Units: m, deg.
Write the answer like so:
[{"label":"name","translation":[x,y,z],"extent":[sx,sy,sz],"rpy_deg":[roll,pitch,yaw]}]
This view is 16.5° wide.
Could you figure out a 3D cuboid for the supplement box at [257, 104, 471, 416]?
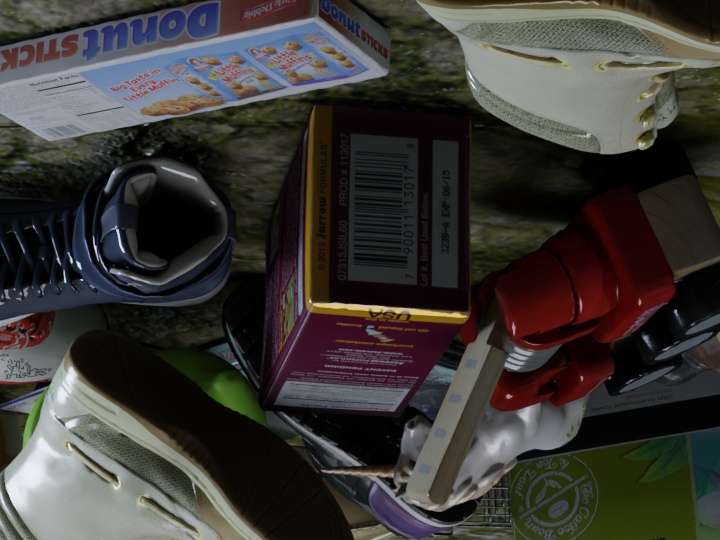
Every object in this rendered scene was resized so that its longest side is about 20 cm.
[{"label":"supplement box","translation":[0.000,0.000,1.335],"extent":[0.085,0.111,0.200],"rpy_deg":[4,161,-8]}]

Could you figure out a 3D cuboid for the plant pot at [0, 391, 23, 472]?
[{"label":"plant pot","translation":[-0.322,0.155,1.722],"extent":[0.199,0.201,0.183],"rpy_deg":[10,144,-24]}]

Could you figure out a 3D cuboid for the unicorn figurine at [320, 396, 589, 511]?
[{"label":"unicorn figurine","translation":[0.091,0.079,1.490],"extent":[0.199,0.138,0.074],"rpy_deg":[5,-157,-48]}]

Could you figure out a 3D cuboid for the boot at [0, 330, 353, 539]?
[{"label":"boot","translation":[-0.113,0.147,1.414],"extent":[0.200,0.072,0.155],"rpy_deg":[37,123,3]}]

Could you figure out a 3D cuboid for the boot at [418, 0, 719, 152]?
[{"label":"boot","translation":[0.128,-0.101,1.043],"extent":[0.199,0.073,0.155],"rpy_deg":[5,162,16]}]

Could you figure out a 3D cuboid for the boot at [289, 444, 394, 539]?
[{"label":"boot","translation":[-0.057,0.140,1.703],"extent":[0.199,0.073,0.155],"rpy_deg":[-1,158,4]}]

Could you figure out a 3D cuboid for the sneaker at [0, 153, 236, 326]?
[{"label":"sneaker","translation":[-0.164,-0.015,1.335],"extent":[0.201,0.077,0.146],"rpy_deg":[-6,173,-9]}]

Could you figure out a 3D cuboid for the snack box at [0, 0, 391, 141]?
[{"label":"snack box","translation":[-0.089,-0.099,1.189],"extent":[0.199,0.024,0.072],"rpy_deg":[-9,158,28]}]

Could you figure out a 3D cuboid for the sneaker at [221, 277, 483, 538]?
[{"label":"sneaker","translation":[-0.021,0.095,1.541],"extent":[0.200,0.076,0.088],"rpy_deg":[46,148,-4]}]

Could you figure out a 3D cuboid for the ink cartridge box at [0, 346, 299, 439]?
[{"label":"ink cartridge box","translation":[-0.145,0.088,1.713],"extent":[0.199,0.039,0.099],"rpy_deg":[17,155,-40]}]

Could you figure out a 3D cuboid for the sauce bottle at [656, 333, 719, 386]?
[{"label":"sauce bottle","translation":[0.236,0.025,1.464],"extent":[0.064,0.065,0.200],"rpy_deg":[11,160,-25]}]

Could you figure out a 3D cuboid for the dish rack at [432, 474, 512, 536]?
[{"label":"dish rack","translation":[0.117,0.165,1.895],"extent":[0.199,0.055,0.153],"rpy_deg":[2,162,-8]}]

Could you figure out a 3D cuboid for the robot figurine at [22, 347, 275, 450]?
[{"label":"robot figurine","translation":[-0.135,0.109,1.553],"extent":[0.175,0.116,0.200],"rpy_deg":[-29,-168,-35]}]

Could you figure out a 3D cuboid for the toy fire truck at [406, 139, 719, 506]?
[{"label":"toy fire truck","translation":[0.091,0.041,1.310],"extent":[0.199,0.129,0.176],"rpy_deg":[-20,168,-18]}]

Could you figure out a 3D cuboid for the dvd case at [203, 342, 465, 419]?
[{"label":"dvd case","translation":[0.007,0.071,1.676],"extent":[0.199,0.022,0.146],"rpy_deg":[20,154,-41]}]

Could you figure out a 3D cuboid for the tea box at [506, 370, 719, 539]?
[{"label":"tea box","translation":[0.208,0.151,1.597],"extent":[0.199,0.198,0.134],"rpy_deg":[-12,158,18]}]

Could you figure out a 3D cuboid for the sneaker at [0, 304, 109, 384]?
[{"label":"sneaker","translation":[-0.230,0.018,1.472],"extent":[0.200,0.068,0.108],"rpy_deg":[13,160,-24]}]
